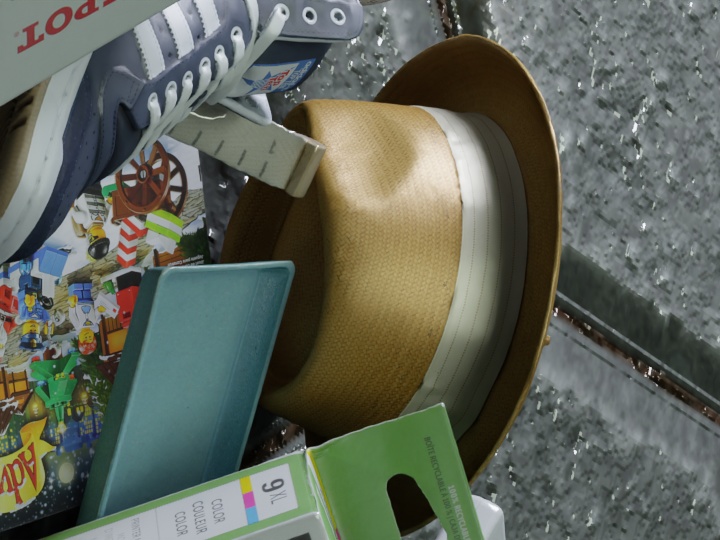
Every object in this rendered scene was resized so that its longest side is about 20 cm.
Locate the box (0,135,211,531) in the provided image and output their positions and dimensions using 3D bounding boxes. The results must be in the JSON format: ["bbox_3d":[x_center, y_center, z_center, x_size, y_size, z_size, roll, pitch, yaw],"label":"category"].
[{"bbox_3d":[-0.133,0.022,0.949,0.199,0.037,0.138,-16,101,-47],"label":"box"}]

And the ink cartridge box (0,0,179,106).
[{"bbox_3d":[-0.106,-0.181,0.761,0.145,0.144,0.201,-34,147,-33],"label":"ink cartridge box"}]

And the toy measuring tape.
[{"bbox_3d":[-0.106,-0.079,0.942,0.199,0.073,0.074,22,73,-30],"label":"toy measuring tape"}]

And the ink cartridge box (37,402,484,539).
[{"bbox_3d":[-0.046,0.133,0.933,0.199,0.059,0.105,-19,112,-2],"label":"ink cartridge box"}]

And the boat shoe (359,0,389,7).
[{"bbox_3d":[-0.029,-0.192,1.044,0.200,0.069,0.071,55,54,-28],"label":"boat shoe"}]

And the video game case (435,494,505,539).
[{"bbox_3d":[0.017,0.219,1.066,0.183,0.023,0.201,-57,155,-33],"label":"video game case"}]

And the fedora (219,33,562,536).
[{"bbox_3d":[0.000,0.000,1.009,0.081,0.200,0.202,15,78,-29],"label":"fedora"}]

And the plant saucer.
[{"bbox_3d":[-0.078,0.087,0.973,0.070,0.019,0.201,-4,117,-48],"label":"plant saucer"}]

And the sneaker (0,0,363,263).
[{"bbox_3d":[-0.064,-0.064,0.866,0.108,0.070,0.201,32,45,-21],"label":"sneaker"}]
